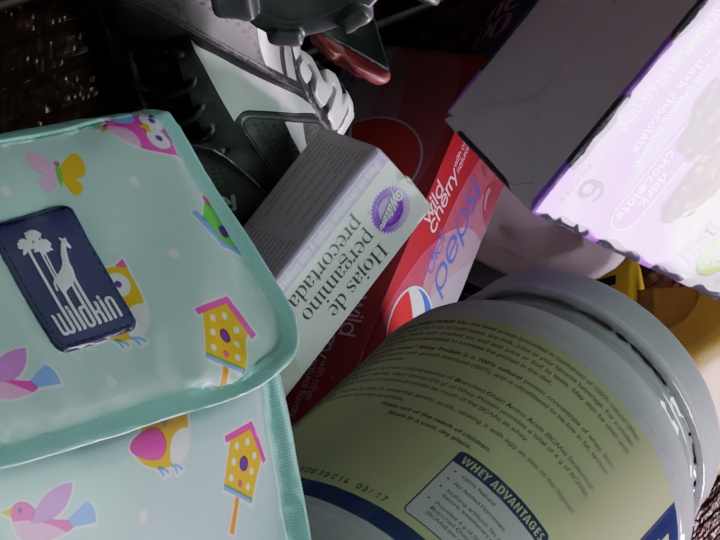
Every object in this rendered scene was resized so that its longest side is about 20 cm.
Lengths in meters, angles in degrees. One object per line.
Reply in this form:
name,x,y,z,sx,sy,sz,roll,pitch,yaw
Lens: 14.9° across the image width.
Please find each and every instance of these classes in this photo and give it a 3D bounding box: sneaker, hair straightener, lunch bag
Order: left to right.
lunch bag,-0.109,0.055,0.865,0.170,0.122,0.200,-17,108,-45
sneaker,-0.057,-0.062,1.024,0.200,0.066,0.091,50,49,-61
hair straightener,0.006,-0.142,1.063,0.077,0.041,0.200,-55,-164,19

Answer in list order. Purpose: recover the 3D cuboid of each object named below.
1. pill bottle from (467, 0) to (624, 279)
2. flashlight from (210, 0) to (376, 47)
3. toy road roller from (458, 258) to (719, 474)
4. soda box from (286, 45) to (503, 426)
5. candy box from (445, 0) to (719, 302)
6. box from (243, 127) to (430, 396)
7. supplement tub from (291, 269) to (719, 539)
pill bottle,0.110,-0.098,1.323,0.111,0.111,0.200,73,34,-42
flashlight,-0.018,-0.153,0.985,0.068,0.068,0.200,-54,-156,26
toy road roller,0.116,0.071,1.306,0.200,0.146,0.123,-80,162,-53
soda box,0.000,0.000,1.160,0.200,0.070,0.063,-67,151,-30
candy box,0.161,-0.080,1.165,0.200,0.072,0.168,22,112,-48
box,-0.053,0.038,1.003,0.200,0.041,0.039,-53,128,-12
supplement tub,0.034,0.100,1.022,0.200,0.145,0.145,-41,134,-43
